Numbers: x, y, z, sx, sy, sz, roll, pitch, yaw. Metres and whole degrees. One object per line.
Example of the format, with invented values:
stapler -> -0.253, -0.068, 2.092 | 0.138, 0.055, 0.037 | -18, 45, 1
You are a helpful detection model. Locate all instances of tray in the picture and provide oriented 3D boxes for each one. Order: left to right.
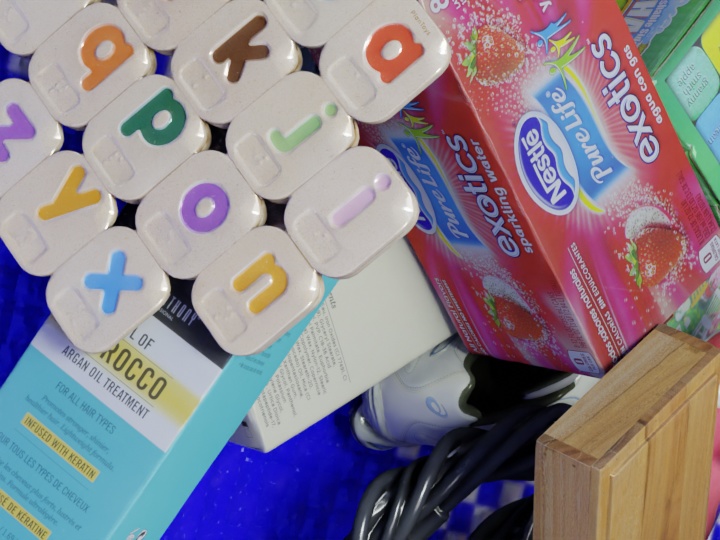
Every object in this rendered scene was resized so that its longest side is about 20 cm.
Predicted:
tray -> 0.117, 0.133, 0.968 | 0.099, 0.037, 0.201 | -38, 140, -39

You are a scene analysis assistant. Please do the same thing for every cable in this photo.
cable -> 0.050, 0.121, 1.046 | 0.199, 0.051, 0.164 | -34, 148, -13

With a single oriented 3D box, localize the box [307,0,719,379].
box -> 0.067, -0.061, 0.954 | 0.095, 0.099, 0.201 | -41, 117, -26

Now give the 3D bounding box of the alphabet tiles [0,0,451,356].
alphabet tiles -> -0.069, -0.068, 0.881 | 0.195, 0.200, 0.015 | -40, 164, 9

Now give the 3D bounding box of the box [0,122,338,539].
box -> -0.086, 0.036, 0.907 | 0.201, 0.082, 0.049 | -56, 159, 2

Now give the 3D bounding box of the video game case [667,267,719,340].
video game case -> 0.212, 0.001, 1.169 | 0.182, 0.022, 0.200 | -50, 145, -21

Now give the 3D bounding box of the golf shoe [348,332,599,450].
golf shoe -> 0.090, 0.046, 1.076 | 0.199, 0.097, 0.079 | -21, 103, -36

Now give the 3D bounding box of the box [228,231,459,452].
box -> 0.000, 0.000, 1.017 | 0.199, 0.068, 0.083 | -29, 113, -32

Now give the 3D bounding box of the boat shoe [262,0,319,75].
boat shoe -> -0.025, -0.123, 0.981 | 0.199, 0.062, 0.073 | 22, 84, -38

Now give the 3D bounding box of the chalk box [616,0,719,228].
chalk box -> 0.157, -0.092, 1.041 | 0.125, 0.199, 0.124 | -51, 123, -21

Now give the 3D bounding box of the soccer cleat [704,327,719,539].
soccer cleat -> 0.164, 0.095, 1.114 | 0.066, 0.200, 0.077 | 28, 46, 0
